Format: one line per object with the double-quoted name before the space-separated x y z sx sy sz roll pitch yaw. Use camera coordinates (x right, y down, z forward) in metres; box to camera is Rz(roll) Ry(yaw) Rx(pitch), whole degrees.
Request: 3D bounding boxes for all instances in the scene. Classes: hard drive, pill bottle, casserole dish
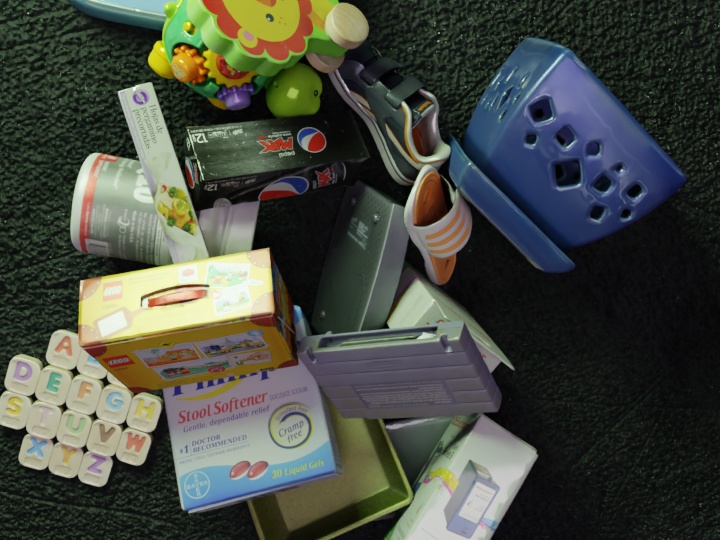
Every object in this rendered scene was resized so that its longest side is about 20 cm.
"hard drive" 0.072 0.259 1.077 0.198 0.033 0.141 -9 106 -2
"pill bottle" -0.220 -0.062 0.924 0.198 0.114 0.115 10 104 -8
"casserole dish" -0.242 -0.334 0.888 0.198 0.039 0.122 10 104 -6
"hard drive" 0.000 0.000 0.953 0.042 0.135 0.202 7 108 -28

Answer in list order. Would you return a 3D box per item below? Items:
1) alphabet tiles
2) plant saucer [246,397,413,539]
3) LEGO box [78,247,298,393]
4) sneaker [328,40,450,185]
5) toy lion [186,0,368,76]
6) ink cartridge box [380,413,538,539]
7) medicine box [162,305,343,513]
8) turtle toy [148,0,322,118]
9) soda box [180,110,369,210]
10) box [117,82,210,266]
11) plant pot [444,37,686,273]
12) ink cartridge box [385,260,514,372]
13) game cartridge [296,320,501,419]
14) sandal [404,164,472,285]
"alphabet tiles" -0.362 0.182 1.030 0.198 0.015 0.197 19 102 -9
"plant saucer" -0.055 0.236 1.015 0.198 0.048 0.202 -25 72 5
"LEGO box" -0.177 0.059 0.858 0.198 0.149 0.078 -10 63 1
"sneaker" 0.036 -0.198 0.912 0.078 0.079 0.201 -43 105 -38
"toy lion" -0.093 -0.292 0.816 0.190 0.068 0.202 1 72 -36
"ink cartridge box" 0.115 0.274 0.964 0.087 0.145 0.201 34 83 0
"medicine box" -0.131 0.167 0.957 0.180 0.103 0.202 -14 74 -1
"turtle toy" -0.128 -0.235 0.880 0.199 0.101 0.146 25 112 -35
"soda box" -0.095 -0.124 0.895 0.198 0.063 0.071 -12 68 -25
"box" -0.208 -0.098 0.853 0.038 0.041 0.202 -18 84 -12
"plant pot" 0.208 -0.125 0.904 0.200 0.200 0.180 42 104 -14
"ink cartridge box" 0.091 0.071 0.935 0.117 0.200 0.067 37 98 -18
"game cartridge" 0.043 0.113 0.877 0.198 0.039 0.130 -8 136 29
"sandal" 0.104 -0.046 0.928 0.059 0.207 0.080 15 67 25
